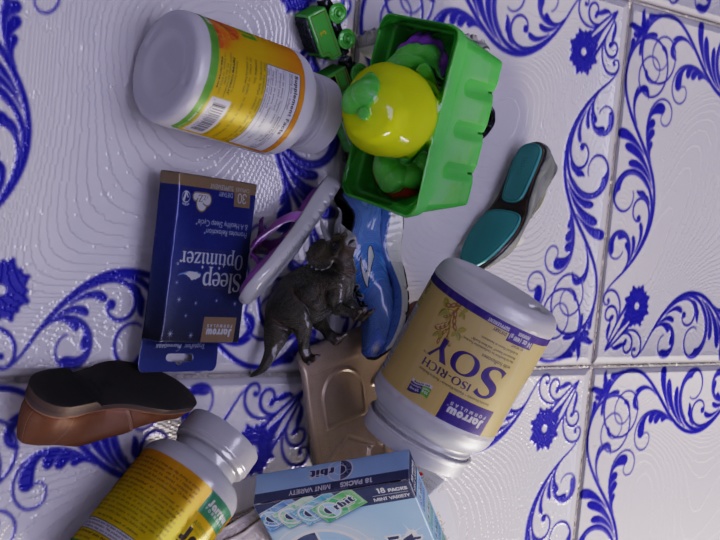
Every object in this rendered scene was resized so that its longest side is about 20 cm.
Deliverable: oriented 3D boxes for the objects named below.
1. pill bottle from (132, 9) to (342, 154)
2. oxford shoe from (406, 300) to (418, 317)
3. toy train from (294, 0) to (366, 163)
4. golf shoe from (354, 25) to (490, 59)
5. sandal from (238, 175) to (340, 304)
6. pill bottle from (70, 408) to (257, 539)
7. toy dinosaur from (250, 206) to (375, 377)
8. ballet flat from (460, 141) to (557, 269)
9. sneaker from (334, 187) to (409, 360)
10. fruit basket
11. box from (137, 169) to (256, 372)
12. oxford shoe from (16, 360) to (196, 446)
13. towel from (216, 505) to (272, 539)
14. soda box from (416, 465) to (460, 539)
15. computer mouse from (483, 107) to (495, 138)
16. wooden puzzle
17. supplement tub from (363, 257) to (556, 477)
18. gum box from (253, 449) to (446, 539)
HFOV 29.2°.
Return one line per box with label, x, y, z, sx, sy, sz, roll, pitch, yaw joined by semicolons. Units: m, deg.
pill bottle;-0.115;-0.178;1.368;0.200;0.111;0.112;13;87;-43
oxford shoe;0.128;0.055;1.634;0.200;0.074;0.071;-18;97;-60
toy train;-0.019;-0.201;1.507;0.056;0.042;0.201;-32;117;-25
golf shoe;0.075;-0.224;1.556;0.199;0.078;0.098;4;84;-43
sandal;-0.086;-0.036;1.445;0.050;0.083;0.203;35;43;1
pill bottle;-0.192;0.238;1.356;0.200;0.113;0.113;-52;127;-26
toy dinosaur;-0.052;0.034;1.477;0.102;0.200;0.077;49;21;9
ballet flat;0.190;-0.067;1.706;0.064;0.067;0.200;48;64;-44
sneaker;0.000;0.000;1.532;0.089;0.079;0.201;-2;83;-20
fruit basket;0.036;-0.162;1.422;0.215;0.155;0.217;-13;112;-34
box;-0.163;0.005;1.391;0.121;0.032;0.201;4;94;-55
oxford shoe;-0.247;0.134;1.336;0.200;0.071;0.071;3;125;-46
towel;-0.129;0.362;1.488;0.132;0.034;0.201;-26;113;-37
soda box;0.069;0.304;1.600;0.068;0.064;0.200;-40;141;-22
computer mouse;0.092;-0.168;1.626;0.200;0.034;0.059;-15;87;-46
wooden puzzle;0.004;0.164;1.581;0.185;0.046;0.201;-19;104;-40
supplement tub;0.103;0.103;1.476;0.145;0.145;0.201;20;102;-43
gum box;-0.003;0.282;1.483;0.045;0.169;0.200;-87;161;-46
